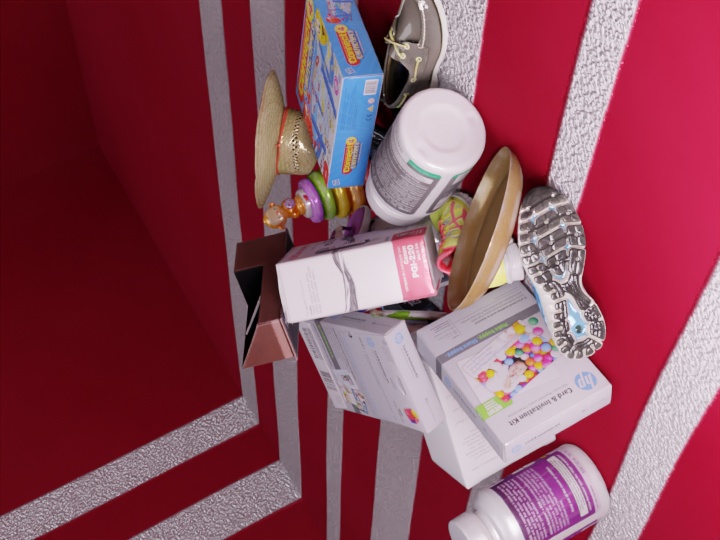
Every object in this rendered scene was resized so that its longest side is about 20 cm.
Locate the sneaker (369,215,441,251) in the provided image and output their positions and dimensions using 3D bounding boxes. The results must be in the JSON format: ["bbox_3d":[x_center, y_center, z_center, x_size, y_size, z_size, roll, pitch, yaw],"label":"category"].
[{"bbox_3d":[0.062,-0.044,1.843,0.078,0.099,0.200,65,165,-17],"label":"sneaker"}]

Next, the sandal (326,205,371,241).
[{"bbox_3d":[-0.034,-0.024,1.841,0.050,0.204,0.082,31,142,-13],"label":"sandal"}]

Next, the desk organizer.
[{"bbox_3d":[-0.127,0.037,1.744,0.201,0.076,0.072,-91,-15,-53],"label":"desk organizer"}]

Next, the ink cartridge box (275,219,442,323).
[{"bbox_3d":[0.000,0.000,1.695,0.146,0.198,0.086,-58,-45,-78],"label":"ink cartridge box"}]

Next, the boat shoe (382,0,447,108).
[{"bbox_3d":[0.062,-0.272,1.593,0.072,0.060,0.202,57,162,26],"label":"boat shoe"}]

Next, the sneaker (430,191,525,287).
[{"bbox_3d":[0.129,-0.036,1.671,0.200,0.090,0.079,46,158,56],"label":"sneaker"}]

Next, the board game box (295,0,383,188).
[{"bbox_3d":[-0.032,-0.251,1.746,0.201,0.055,0.197,101,157,-48],"label":"board game box"}]

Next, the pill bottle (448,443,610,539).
[{"bbox_3d":[0.220,0.320,1.709,0.113,0.199,0.113,54,160,30],"label":"pill bottle"}]

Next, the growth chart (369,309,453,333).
[{"bbox_3d":[0.099,0.102,1.870,0.200,0.143,0.018,70,-158,-59],"label":"growth chart"}]

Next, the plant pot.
[{"bbox_3d":[0.149,-0.046,1.523,0.200,0.027,0.202,-162,90,-83],"label":"plant pot"}]

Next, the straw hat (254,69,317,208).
[{"bbox_3d":[-0.097,-0.187,1.895,0.201,0.084,0.203,7,-90,-84],"label":"straw hat"}]

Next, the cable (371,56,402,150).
[{"bbox_3d":[0.034,-0.217,1.798,0.200,0.051,0.164,36,153,58],"label":"cable"}]

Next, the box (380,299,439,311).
[{"bbox_3d":[0.096,0.126,2.084,0.160,0.043,0.201,42,152,53],"label":"box"}]

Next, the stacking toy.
[{"bbox_3d":[-0.056,-0.113,1.934,0.117,0.199,0.110,63,164,12],"label":"stacking toy"}]

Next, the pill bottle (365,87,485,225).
[{"bbox_3d":[0.075,-0.136,1.631,0.114,0.112,0.200,61,157,11],"label":"pill bottle"}]

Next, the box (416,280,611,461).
[{"bbox_3d":[0.184,0.118,1.585,0.200,0.155,0.041,53,161,36],"label":"box"}]

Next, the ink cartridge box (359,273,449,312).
[{"bbox_3d":[0.020,0.016,1.879,0.198,0.198,0.044,-163,57,-69],"label":"ink cartridge box"}]

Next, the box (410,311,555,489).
[{"bbox_3d":[0.157,0.164,1.763,0.106,0.151,0.202,30,142,60],"label":"box"}]

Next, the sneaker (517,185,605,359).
[{"bbox_3d":[0.217,0.001,1.486,0.090,0.078,0.202,-133,27,-75],"label":"sneaker"}]

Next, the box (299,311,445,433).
[{"bbox_3d":[0.009,0.127,1.723,0.199,0.041,0.157,9,129,52],"label":"box"}]
